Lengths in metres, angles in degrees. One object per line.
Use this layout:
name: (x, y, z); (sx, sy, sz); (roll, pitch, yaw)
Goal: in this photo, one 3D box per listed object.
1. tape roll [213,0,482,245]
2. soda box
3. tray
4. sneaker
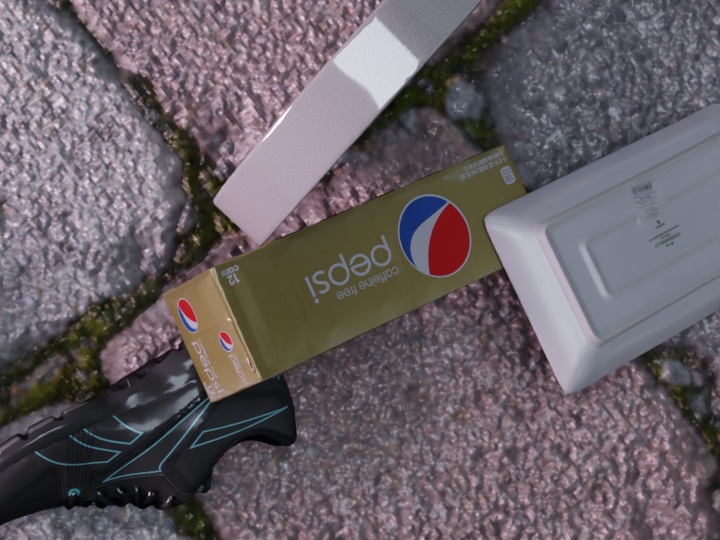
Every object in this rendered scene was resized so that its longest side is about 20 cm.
tape roll: (0.001, -0.097, 0.939); (0.037, 0.203, 0.203); (42, 80, -3)
soda box: (0.000, 0.000, 0.963); (0.199, 0.068, 0.064); (-25, 89, -31)
tray: (0.166, -0.019, 1.010); (0.199, 0.022, 0.108); (-26, 89, -33)
sneaker: (-0.126, 0.098, 0.962); (0.199, 0.075, 0.080); (-28, 91, -10)
